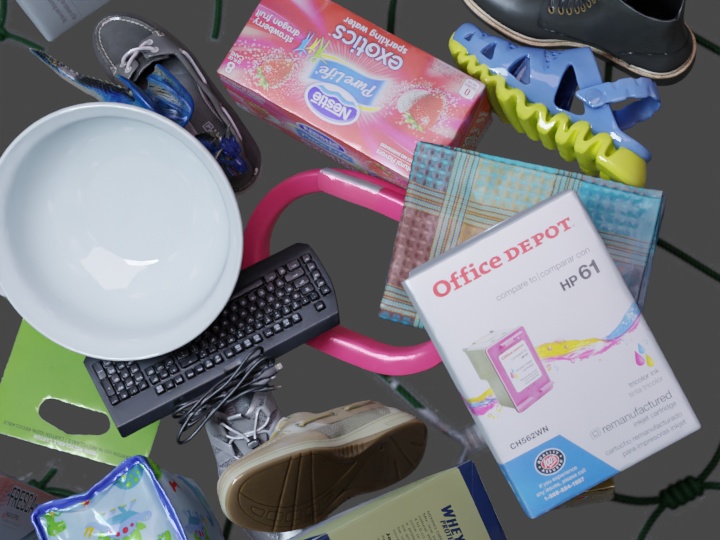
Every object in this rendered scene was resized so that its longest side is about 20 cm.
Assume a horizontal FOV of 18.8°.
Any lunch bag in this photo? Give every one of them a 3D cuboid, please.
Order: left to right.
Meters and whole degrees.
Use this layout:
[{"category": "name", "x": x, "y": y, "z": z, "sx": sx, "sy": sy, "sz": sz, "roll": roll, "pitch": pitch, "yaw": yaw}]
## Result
[{"category": "lunch bag", "x": -0.142, "y": 0.252, "z": 1.635, "sx": 0.127, "sy": 0.170, "sz": 0.201, "roll": -27, "pitch": 74, "yaw": 4}]

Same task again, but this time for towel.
[{"category": "towel", "x": 0.125, "y": -0.011, "z": 1.658, "sx": 0.199, "sy": 0.022, "sz": 0.147, "roll": 13, "pitch": 78, "yaw": 0}]

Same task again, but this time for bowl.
[{"category": "bowl", "x": -0.178, "y": -0.040, "z": 1.654, "sx": 0.200, "sy": 0.090, "sz": 0.202, "roll": 3, "pitch": 108, "yaw": 9}]

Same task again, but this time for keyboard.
[{"category": "keyboard", "x": -0.107, "y": 0.056, "z": 1.665, "sx": 0.199, "sy": 0.040, "sz": 0.104, "roll": -29, "pitch": 69, "yaw": -7}]

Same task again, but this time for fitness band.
[{"category": "fitness band", "x": 0.000, "y": 0.000, "z": 1.718, "sx": 0.199, "sy": 0.037, "sz": 0.144, "roll": 23, "pitch": 109, "yaw": 14}]

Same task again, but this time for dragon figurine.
[{"category": "dragon figurine", "x": -0.172, "y": -0.126, "z": 1.732, "sx": 0.200, "sy": 0.059, "sz": 0.099, "roll": 53, "pitch": 126, "yaw": 10}]

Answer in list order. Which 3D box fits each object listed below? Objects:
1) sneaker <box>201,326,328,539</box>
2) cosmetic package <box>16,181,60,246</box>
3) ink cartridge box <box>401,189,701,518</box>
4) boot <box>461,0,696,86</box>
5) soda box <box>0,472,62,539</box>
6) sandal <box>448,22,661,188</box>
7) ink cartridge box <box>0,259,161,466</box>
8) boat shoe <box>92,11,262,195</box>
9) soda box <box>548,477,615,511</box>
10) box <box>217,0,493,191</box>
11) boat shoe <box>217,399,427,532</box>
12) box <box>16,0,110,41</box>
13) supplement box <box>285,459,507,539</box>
[{"category": "sneaker", "x": -0.090, "y": 0.135, "z": 1.701, "sx": 0.075, "sy": 0.082, "sz": 0.201, "roll": -28, "pitch": 75, "yaw": 0}, {"category": "cosmetic package", "x": -0.341, "y": -0.064, "z": 1.730, "sx": 0.200, "sy": 0.101, "sz": 0.072, "roll": 20, "pitch": 83, "yaw": 41}, {"category": "ink cartridge box", "x": 0.137, "y": 0.058, "z": 1.594, "sx": 0.144, "sy": 0.085, "sz": 0.201, "roll": -29, "pitch": 88, "yaw": 2}, {"category": "boot", "x": 0.172, "y": -0.223, "z": 1.722, "sx": 0.199, "sy": 0.138, "sz": 0.078, "roll": 17, "pitch": 79, "yaw": 12}, {"category": "soda box", "x": -0.289, "y": 0.184, "z": 1.654, "sx": 0.063, "sy": 0.200, "sz": 0.069, "roll": 20, "pitch": 81, "yaw": 12}, {"category": "sandal", "x": 0.160, "y": -0.143, "z": 1.733, "sx": 0.200, "sy": 0.080, "sz": 0.087, "roll": 34, "pitch": 84, "yaw": 15}, {"category": "ink cartridge box", "x": -0.214, "y": 0.044, "z": 1.742, "sx": 0.147, "sy": 0.076, "sz": 0.201, "roll": 14, "pitch": 78, "yaw": 11}, {"category": "boat shoe", "x": -0.152, "y": -0.146, "z": 1.789, "sx": 0.067, "sy": 0.057, "sz": 0.200, "roll": -41, "pitch": 75, "yaw": -3}, {"category": "soda box", "x": 0.149, "y": 0.082, "z": 1.689, "sx": 0.064, "sy": 0.068, "sz": 0.201, "roll": -11, "pitch": 76, "yaw": 4}, {"category": "box", "x": -0.003, "y": -0.140, "z": 1.748, "sx": 0.199, "sy": 0.095, "sz": 0.100, "roll": 30, "pitch": 83, "yaw": 13}, {"category": "boat shoe", "x": -0.038, "y": 0.143, "z": 1.653, "sx": 0.065, "sy": 0.199, "sz": 0.072, "roll": 30, "pitch": 123, "yaw": 38}, {"category": "box", "x": -0.259, "y": -0.337, "z": 1.775, "sx": 0.171, "sy": 0.199, "sz": 0.200, "roll": -34, "pitch": 75, "yaw": -2}, {"category": "supplement box", "x": 0.018, "y": 0.270, "z": 1.553, "sx": 0.134, "sy": 0.199, "sz": 0.201, "roll": -26, "pitch": 87, "yaw": 39}]
